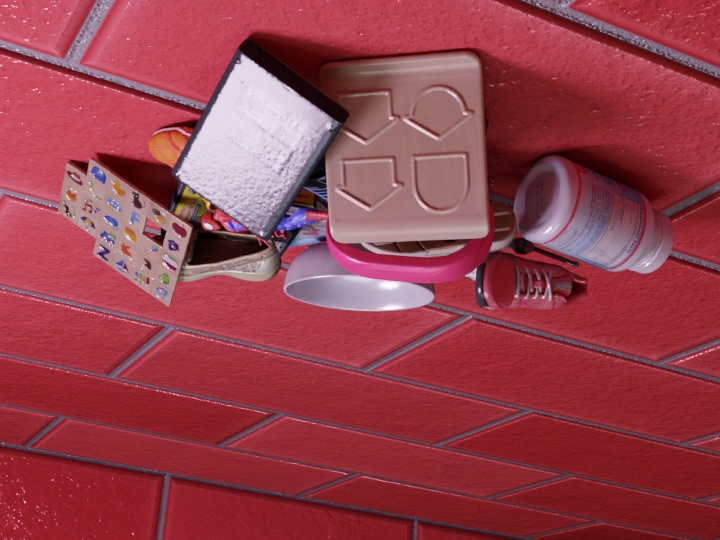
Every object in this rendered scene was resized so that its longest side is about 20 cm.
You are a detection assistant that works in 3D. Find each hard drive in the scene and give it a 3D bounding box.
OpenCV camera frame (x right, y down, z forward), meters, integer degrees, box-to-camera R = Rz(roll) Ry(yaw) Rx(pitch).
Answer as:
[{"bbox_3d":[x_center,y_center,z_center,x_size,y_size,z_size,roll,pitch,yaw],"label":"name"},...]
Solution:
[{"bbox_3d":[-0.116,-0.140,1.383,0.139,0.033,0.201,35,129,-3],"label":"hard drive"}]

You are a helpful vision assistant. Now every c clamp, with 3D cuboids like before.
[{"bbox_3d":[0.173,-0.043,1.618,0.169,0.027,0.200,25,180,-15],"label":"c clamp"}]

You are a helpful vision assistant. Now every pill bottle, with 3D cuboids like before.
[{"bbox_3d":[0.296,-0.063,1.553,0.198,0.111,0.108,18,155,-32],"label":"pill bottle"}]

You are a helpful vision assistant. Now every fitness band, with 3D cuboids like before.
[{"bbox_3d":[0.057,-0.052,1.429,0.196,0.145,0.038,3,141,13],"label":"fitness band"}]

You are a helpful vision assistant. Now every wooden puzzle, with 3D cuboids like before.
[{"bbox_3d":[0.051,-0.134,1.370,0.182,0.204,0.046,-2,-169,17],"label":"wooden puzzle"}]

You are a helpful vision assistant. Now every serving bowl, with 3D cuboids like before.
[{"bbox_3d":[0.000,0.000,1.608,0.196,0.067,0.200,3,167,1],"label":"serving bowl"}]

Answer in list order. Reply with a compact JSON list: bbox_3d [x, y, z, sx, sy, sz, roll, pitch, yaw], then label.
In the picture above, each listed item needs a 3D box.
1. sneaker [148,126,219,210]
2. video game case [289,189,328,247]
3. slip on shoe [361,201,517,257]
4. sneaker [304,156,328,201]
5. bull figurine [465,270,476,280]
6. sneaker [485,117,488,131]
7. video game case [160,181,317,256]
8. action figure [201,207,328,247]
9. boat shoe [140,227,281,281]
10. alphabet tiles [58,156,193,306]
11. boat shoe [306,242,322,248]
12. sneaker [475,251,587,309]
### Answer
[{"bbox_3d":[-0.188,-0.120,1.507,0.198,0.078,0.073,23,162,28],"label":"sneaker"},{"bbox_3d":[-0.121,-0.082,1.716,0.141,0.018,0.200,-8,155,28],"label":"video game case"},{"bbox_3d":[0.091,-0.049,1.499,0.196,0.077,0.061,-4,164,6],"label":"slip on shoe"},{"bbox_3d":[-0.024,-0.115,1.503,0.197,0.071,0.078,18,175,-9],"label":"sneaker"},{"bbox_3d":[0.124,-0.021,1.628,0.121,0.066,0.199,30,179,-43],"label":"bull figurine"},{"bbox_3d":[0.093,-0.134,1.497,0.086,0.075,0.201,18,151,-2],"label":"sneaker"},{"bbox_3d":[-0.169,-0.077,1.682,0.178,0.026,0.200,11,158,-15],"label":"video game case"},{"bbox_3d":[-0.115,-0.060,1.582,0.197,0.053,0.065,6,-171,20],"label":"action figure"},{"bbox_3d":[-0.207,-0.029,1.685,0.196,0.074,0.063,0,151,4],"label":"boat shoe"},{"bbox_3d":[-0.320,-0.058,1.659,0.199,0.008,0.168,34,137,8],"label":"alphabet tiles"},{"bbox_3d":[0.017,-0.002,1.780,0.198,0.062,0.072,5,-166,-16],"label":"boat shoe"},{"bbox_3d":[0.215,0.012,1.533,0.086,0.075,0.199,1,180,38],"label":"sneaker"}]
